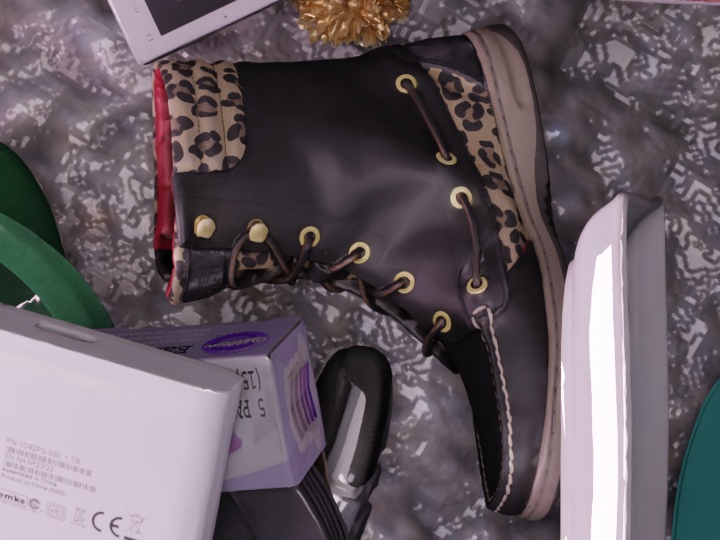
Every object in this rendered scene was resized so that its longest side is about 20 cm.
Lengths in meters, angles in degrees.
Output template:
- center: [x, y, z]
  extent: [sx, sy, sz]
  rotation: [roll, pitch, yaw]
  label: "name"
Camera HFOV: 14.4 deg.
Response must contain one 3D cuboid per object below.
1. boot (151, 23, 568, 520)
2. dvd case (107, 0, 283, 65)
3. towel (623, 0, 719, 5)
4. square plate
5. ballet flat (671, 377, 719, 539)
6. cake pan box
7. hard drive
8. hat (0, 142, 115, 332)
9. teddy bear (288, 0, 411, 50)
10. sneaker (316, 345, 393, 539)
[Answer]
- center: [0.000, 0.000, 1.083]
  extent: [0.149, 0.073, 0.202]
  rotation: [-1, 70, -13]
  label: "boot"
- center: [-0.027, -0.187, 1.082]
  extent: [0.199, 0.025, 0.151]
  rotation: [-24, 98, 7]
  label: "dvd case"
- center: [0.144, -0.206, 1.135]
  extent: [0.143, 0.023, 0.202]
  rotation: [3, 93, 2]
  label: "towel"
- center: [0.094, 0.072, 1.052]
  extent: [0.028, 0.200, 0.200]
  rotation: [1, 91, 10]
  label: "square plate"
- center: [0.156, 0.136, 1.104]
  extent: [0.071, 0.069, 0.201]
  rotation: [29, 58, -34]
  label: "ballet flat"
- center: [-0.095, 0.116, 1.069]
  extent: [0.198, 0.052, 0.186]
  rotation: [-4, 107, 17]
  label: "cake pan box"
- center: [-0.123, 0.115, 1.036]
  extent: [0.131, 0.026, 0.201]
  rotation: [16, 110, 12]
  label: "hard drive"
- center: [-0.155, -0.027, 1.157]
  extent: [0.164, 0.177, 0.201]
  rotation: [11, 130, 4]
  label: "hat"
- center: [-0.004, -0.188, 1.118]
  extent: [0.145, 0.067, 0.201]
  rotation: [36, 94, 6]
  label: "teddy bear"
- center: [-0.063, 0.114, 1.126]
  extent: [0.115, 0.075, 0.201]
  rotation: [18, 93, 6]
  label: "sneaker"
